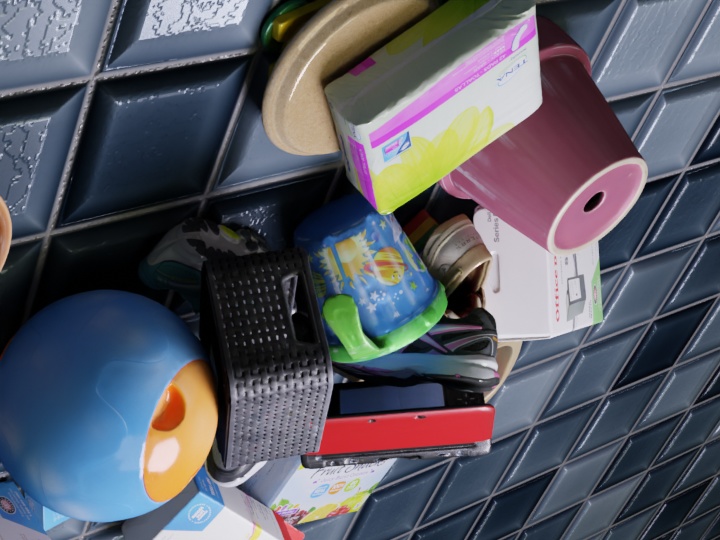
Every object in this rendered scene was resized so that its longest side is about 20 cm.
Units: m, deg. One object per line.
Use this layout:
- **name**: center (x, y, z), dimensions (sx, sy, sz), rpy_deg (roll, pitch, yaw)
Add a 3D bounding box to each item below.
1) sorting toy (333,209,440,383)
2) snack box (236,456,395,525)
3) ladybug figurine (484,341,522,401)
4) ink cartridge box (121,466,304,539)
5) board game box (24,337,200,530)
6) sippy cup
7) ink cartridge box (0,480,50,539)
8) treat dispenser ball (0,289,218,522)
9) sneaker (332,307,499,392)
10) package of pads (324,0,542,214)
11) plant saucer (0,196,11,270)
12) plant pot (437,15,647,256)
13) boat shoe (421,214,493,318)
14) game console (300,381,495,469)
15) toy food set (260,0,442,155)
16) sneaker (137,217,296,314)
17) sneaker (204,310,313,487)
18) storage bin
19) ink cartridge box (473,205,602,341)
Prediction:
- **sorting toy**: center (0.052, 0.036, 1.841), dimensions (0.199, 0.070, 0.200), rpy_deg (-44, 153, 6)
- **snack box**: center (-0.041, 0.224, 1.997), dimensions (0.199, 0.068, 0.169), rpy_deg (-3, 135, -52)
- **ladybug figurine**: center (0.130, 0.103, 2.038), dimensions (0.135, 0.072, 0.201), rpy_deg (-21, 147, -33)
- **ink cartridge box**: center (-0.156, 0.312, 1.887), dimensions (0.116, 0.067, 0.200), rpy_deg (-46, 124, 9)
- **board game box**: center (-0.242, 0.164, 1.677), dimensions (0.199, 0.040, 0.153), rpy_deg (-27, 149, -27)
- **sippy cup**: center (0.000, 0.000, 1.634), dimensions (0.139, 0.178, 0.131), rpy_deg (-30, 112, -14)
- **ink cartridge box**: center (-0.399, 0.303, 1.561), dimensions (0.199, 0.147, 0.146), rpy_deg (4, 130, -53)
- **treat dispenser ball**: center (-0.223, 0.118, 1.462), dimensions (0.200, 0.201, 0.201), rpy_deg (-31, 151, -19)
- **sneaker**: center (0.053, 0.071, 1.695), dimensions (0.080, 0.199, 0.087), rpy_deg (44, 54, -64)
- **package of pads**: center (0.071, -0.154, 1.482), dimensions (0.200, 0.068, 0.155), rpy_deg (-35, 152, -11)
- **plant saucer**: center (-0.363, -0.006, 1.277), dimensions (0.199, 0.037, 0.201), rpy_deg (-30, 151, -19)
- **plant pot**: center (0.179, -0.120, 1.659), dimensions (0.199, 0.179, 0.200), rpy_deg (-31, 152, -18)
- **boat shoe**: center (0.095, 0.031, 1.735), dimensions (0.073, 0.069, 0.201), rpy_deg (-28, 150, -23)
- **game console**: center (0.033, 0.134, 1.717), dimensions (0.198, 0.173, 0.119), rpy_deg (-4, 126, 0)
- **toy food set**: center (-0.007, -0.185, 1.465), dimensions (0.199, 0.049, 0.199), rpy_deg (-26, 149, -27)
- **sneaker**: center (-0.131, 0.004, 1.574), dimensions (0.079, 0.078, 0.200), rpy_deg (-34, 149, 21)
- **sneaker**: center (-0.117, 0.128, 1.711), dimensions (0.201, 0.075, 0.114), rpy_deg (-62, 161, 2)
- **storage bin**: center (-0.089, 0.081, 1.512), dimensions (0.093, 0.136, 0.200), rpy_deg (-9, 155, -12)
- **ink cartridge box**: center (0.198, -0.004, 1.837), dimensions (0.200, 0.083, 0.147), rpy_deg (-10, 97, -66)
